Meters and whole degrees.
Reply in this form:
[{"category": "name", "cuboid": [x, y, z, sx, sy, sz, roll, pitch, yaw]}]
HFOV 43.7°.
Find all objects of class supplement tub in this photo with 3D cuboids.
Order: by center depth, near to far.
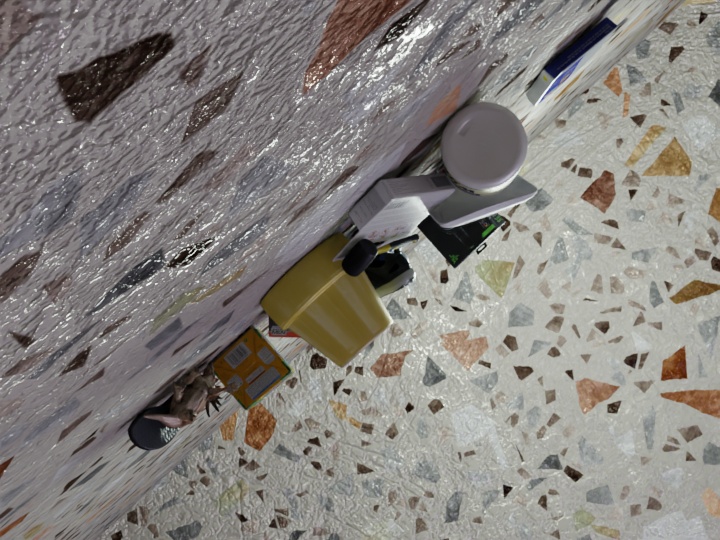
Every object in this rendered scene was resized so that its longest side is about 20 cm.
[{"category": "supplement tub", "cuboid": [0.214, -0.206, 1.567, 0.145, 0.145, 0.200, -42, 175, 5]}]

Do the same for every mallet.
[{"category": "mallet", "cuboid": [0.049, -0.045, 1.589, 0.199, 0.041, 0.066, -24, 161, -44]}]

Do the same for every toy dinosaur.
[{"category": "toy dinosaur", "cuboid": [-0.317, 0.248, 1.679, 0.200, 0.086, 0.136, -39, 173, -38]}]

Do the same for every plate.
[{"category": "plate", "cuboid": [0.209, -0.141, 1.703, 0.198, 0.032, 0.200, -21, -152, -9]}]

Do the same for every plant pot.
[{"category": "plant pot", "cuboid": [-0.048, 0.067, 1.639, 0.201, 0.189, 0.201, -41, 177, -3]}]

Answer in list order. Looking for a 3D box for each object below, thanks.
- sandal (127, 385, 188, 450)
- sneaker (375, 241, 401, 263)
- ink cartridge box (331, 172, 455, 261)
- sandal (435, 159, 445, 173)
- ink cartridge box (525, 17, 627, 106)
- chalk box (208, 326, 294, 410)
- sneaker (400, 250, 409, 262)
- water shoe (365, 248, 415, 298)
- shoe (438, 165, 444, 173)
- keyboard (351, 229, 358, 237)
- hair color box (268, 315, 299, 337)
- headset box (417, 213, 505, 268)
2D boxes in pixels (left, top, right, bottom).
[{"category": "sandal", "cuboid": [-0.370, 0.281, 1.689, 0.043, 0.077, 0.200, -14, -172, 26]}, {"category": "sneaker", "cuboid": [0.046, -0.100, 1.701, 0.070, 0.078, 0.201, -33, 150, -42]}, {"category": "ink cartridge box", "cuboid": [0.050, -0.096, 1.574, 0.199, 0.045, 0.176, -13, 155, -52]}, {"category": "sandal", "cuboid": [0.194, -0.219, 1.821, 0.076, 0.043, 0.201, -9, 142, -43]}, {"category": "ink cartridge box", "cuboid": [0.464, -0.464, 1.954, 0.197, 0.047, 0.200, -40, 174, -11]}, {"category": "chalk box", "cuboid": [-0.222, 0.206, 1.879, 0.125, 0.124, 0.200, -41, 175, -4]}, {"category": "sneaker", "cuboid": [0.000, 0.000, 1.782, 0.199, 0.074, 0.082, -15, 171, 1]}, {"category": "water shoe", "cuboid": [0.023, 0.016, 1.727, 0.199, 0.079, 0.071, -26, -179, 40]}, {"category": "shoe", "cuboid": [0.203, -0.203, 1.976, 0.091, 0.071, 0.200, -50, 178, 23]}, {"category": "keyboard", "cuboid": [0.049, -0.089, 1.817, 0.200, 0.021, 0.127, -38, 156, 4]}, {"category": "hair color box", "cuboid": [-0.111, 0.095, 1.839, 0.110, 0.064, 0.200, 0, -178, 10]}, {"category": "headset box", "cuboid": [0.269, -0.130, 2.441, 0.174, 0.200, 0.093, -43, 176, 28]}]
